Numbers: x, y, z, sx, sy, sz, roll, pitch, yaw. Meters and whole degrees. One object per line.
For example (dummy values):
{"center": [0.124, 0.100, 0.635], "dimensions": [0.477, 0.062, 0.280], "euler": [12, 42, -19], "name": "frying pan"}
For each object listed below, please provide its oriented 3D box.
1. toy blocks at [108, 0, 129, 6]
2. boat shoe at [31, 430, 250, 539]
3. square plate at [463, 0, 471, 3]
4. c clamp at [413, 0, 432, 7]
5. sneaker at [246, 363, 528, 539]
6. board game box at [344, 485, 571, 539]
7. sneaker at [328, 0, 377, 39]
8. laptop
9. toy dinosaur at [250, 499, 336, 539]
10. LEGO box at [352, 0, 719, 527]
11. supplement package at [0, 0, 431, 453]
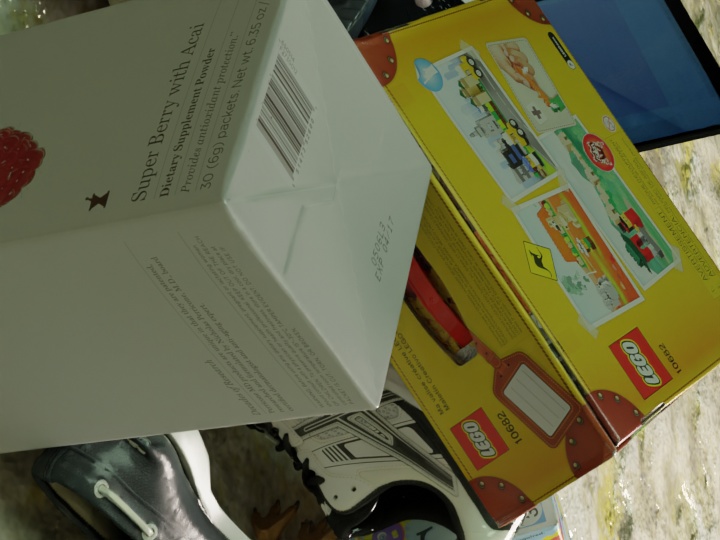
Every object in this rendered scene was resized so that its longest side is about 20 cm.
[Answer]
{"center": [-0.088, -0.169, 0.869], "dimensions": [0.201, 0.099, 0.138], "euler": [-84, 160, -59], "name": "toy blocks"}
{"center": [-0.089, 0.123, 0.795], "dimensions": [0.061, 0.075, 0.201], "euler": [-56, 138, -29], "name": "boat shoe"}
{"center": [0.030, -0.187, 1.102], "dimensions": [0.199, 0.028, 0.199], "euler": [-5, 60, -60], "name": "square plate"}
{"center": [0.024, -0.213, 0.847], "dimensions": [0.171, 0.027, 0.202], "euler": [-87, 174, -61], "name": "c clamp"}
{"center": [-0.012, 0.076, 0.835], "dimensions": [0.076, 0.198, 0.088], "euler": [64, 45, -62], "name": "sneaker"}
{"center": [0.056, 0.136, 0.949], "dimensions": [0.200, 0.102, 0.106], "euler": [64, 10, -60], "name": "board game box"}
{"center": [-0.021, -0.134, 0.845], "dimensions": [0.201, 0.070, 0.082], "euler": [-75, 173, -46], "name": "sneaker"}
{"center": [0.088, -0.145, 0.972], "dimensions": [0.200, 0.103, 0.178], "euler": [36, 23, -29], "name": "laptop"}
{"center": [-0.020, 0.178, 0.914], "dimensions": [0.107, 0.060, 0.200], "euler": [68, 30, -25], "name": "toy dinosaur"}
{"center": [0.066, -0.014, 0.790], "dimensions": [0.149, 0.077, 0.201], "euler": [-25, 80, -50], "name": "LEGO box"}
{"center": [-0.093, -0.017, 0.687], "dimensions": [0.120, 0.199, 0.122], "euler": [54, 38, -41], "name": "supplement package"}
